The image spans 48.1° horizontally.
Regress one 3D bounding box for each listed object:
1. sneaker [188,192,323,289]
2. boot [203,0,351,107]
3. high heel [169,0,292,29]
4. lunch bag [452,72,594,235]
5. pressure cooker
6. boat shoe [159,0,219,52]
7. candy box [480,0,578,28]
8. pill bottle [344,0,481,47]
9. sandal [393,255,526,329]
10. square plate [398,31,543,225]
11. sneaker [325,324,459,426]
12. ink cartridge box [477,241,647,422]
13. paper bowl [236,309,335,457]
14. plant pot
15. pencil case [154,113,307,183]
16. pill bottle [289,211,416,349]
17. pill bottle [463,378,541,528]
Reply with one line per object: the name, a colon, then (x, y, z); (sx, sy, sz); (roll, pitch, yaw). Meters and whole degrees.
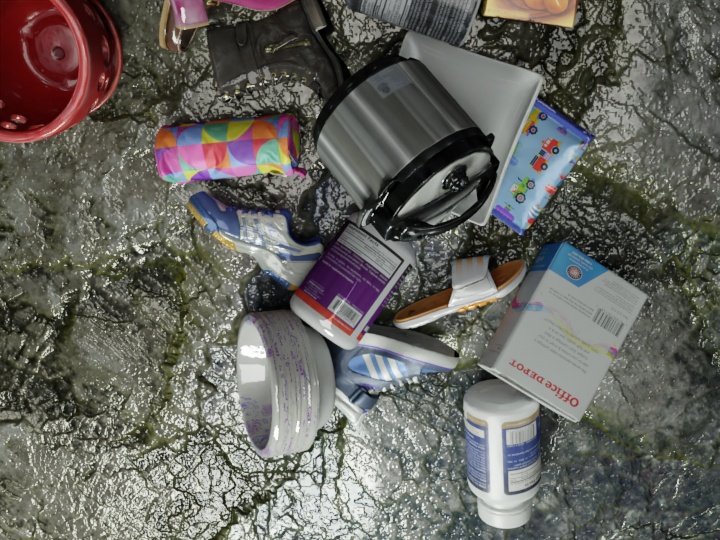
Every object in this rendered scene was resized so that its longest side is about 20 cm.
sneaker: (-0.142, -0.061, 1.130); (0.199, 0.075, 0.088); (35, 99, -17)
boot: (-0.107, -0.254, 1.058); (0.173, 0.069, 0.202); (-20, 85, 11)
high heel: (-0.147, -0.369, 0.988); (0.199, 0.068, 0.096); (-19, 137, -14)
lunch bag: (0.182, -0.170, 1.072); (0.199, 0.094, 0.151); (36, 109, 9)
pressure cooker: (0.059, -0.131, 0.965); (0.176, 0.178, 0.200); (-45, 72, 19)
boat shoe: (-0.201, -0.372, 1.027); (0.070, 0.070, 0.201); (20, 109, -2)
candy box: (0.222, -0.409, 0.992); (0.116, 0.057, 0.202); (8, 108, 2)
pill bottle: (0.050, -0.358, 0.996); (0.198, 0.106, 0.107); (19, 109, -2)
sandal: (0.131, 0.022, 1.135); (0.205, 0.079, 0.060); (-23, 109, 14)
square plate: (0.114, -0.186, 1.049); (0.199, 0.028, 0.200); (26, 104, 24)
sneaker: (0.034, 0.162, 1.183); (0.198, 0.081, 0.148); (12, 103, 4)
ink cartridge box: (0.274, 0.084, 1.108); (0.144, 0.085, 0.201); (31, 84, -7)
paper bowl: (-0.103, 0.155, 1.140); (0.103, 0.201, 0.202); (-5, 111, -22)
plant pot: (-0.405, -0.275, 1.016); (0.198, 0.183, 0.202); (2, 110, 4)
pencil case: (-0.175, -0.162, 1.093); (0.198, 0.088, 0.089); (-2, 109, 6)
pill bottle: (0.000, 0.000, 1.103); (0.112, 0.112, 0.201); (36, 86, -9)
pill bottle: (0.212, 0.273, 1.198); (0.110, 0.111, 0.202); (-3, 109, 5)
